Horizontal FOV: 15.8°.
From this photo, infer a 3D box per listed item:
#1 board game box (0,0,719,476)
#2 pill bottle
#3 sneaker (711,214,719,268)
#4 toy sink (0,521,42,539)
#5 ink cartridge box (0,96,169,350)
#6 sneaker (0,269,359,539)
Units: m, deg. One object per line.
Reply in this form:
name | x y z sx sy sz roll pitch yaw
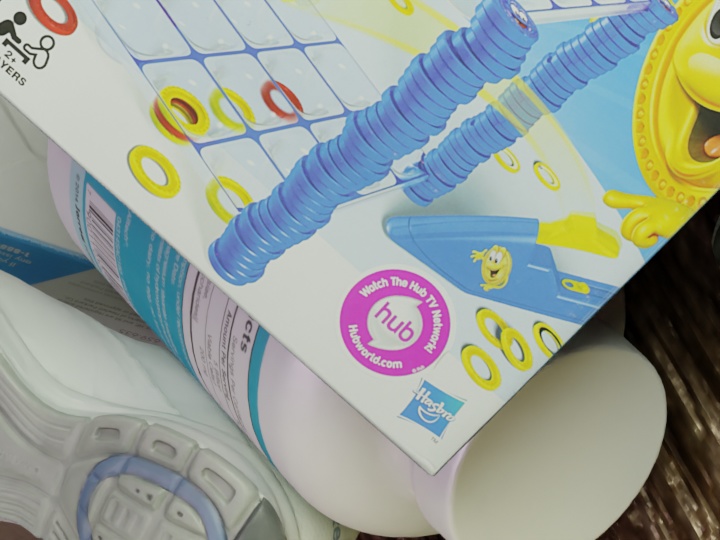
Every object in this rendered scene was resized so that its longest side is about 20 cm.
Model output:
board game box | 0.011 -0.092 0.575 0.200 0.056 0.196 41 108 -7
pill bottle | 0.000 0.000 0.732 0.200 0.110 0.111 44 131 44
sneaker | 0.128 0.035 0.588 0.115 0.075 0.201 -5 81 62
toy sink | -0.122 0.200 0.957 0.130 0.112 0.201 40 123 46
ink cartridge box | -0.128 0.009 0.913 0.200 0.115 0.067 -40 38 52
sneaker | -0.086 0.048 0.783 0.199 0.087 0.075 32 110 26
